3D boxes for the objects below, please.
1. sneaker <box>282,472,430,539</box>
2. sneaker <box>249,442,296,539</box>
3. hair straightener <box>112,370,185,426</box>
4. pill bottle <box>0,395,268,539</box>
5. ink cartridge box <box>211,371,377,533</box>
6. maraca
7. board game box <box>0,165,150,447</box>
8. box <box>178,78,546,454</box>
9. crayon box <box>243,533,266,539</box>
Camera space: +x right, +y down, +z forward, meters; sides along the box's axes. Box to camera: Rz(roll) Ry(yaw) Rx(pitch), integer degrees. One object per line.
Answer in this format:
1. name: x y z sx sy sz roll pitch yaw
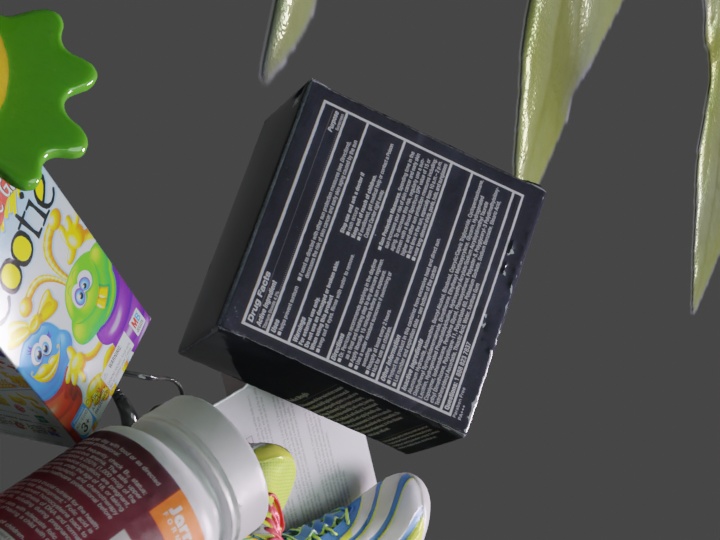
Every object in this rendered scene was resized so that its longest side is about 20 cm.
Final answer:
1. sneaker: -0.033 0.223 1.634 0.200 0.076 0.105 -51 133 -6
2. sneaker: -0.079 0.201 1.524 0.200 0.090 0.078 -60 146 -45
3. hair straightener: -0.140 0.146 1.544 0.077 0.041 0.201 -51 134 -43
4. pill bottle: -0.156 0.163 1.262 0.200 0.114 0.115 -33 127 -35
5. ink cartridge box: -0.074 0.155 1.648 0.173 0.044 0.201 -30 127 -24
6. maraca: -0.243 -0.108 1.167 0.107 0.199 0.138 132 -33 -60
7. board game box: -0.226 0.005 1.281 0.103 0.104 0.200 -65 147 -27
8. box: 0.000 0.000 1.562 0.198 0.123 0.201 25 71 -15
9. crayon box: -0.145 0.249 1.382 0.119 0.058 0.201 28 72 -32
